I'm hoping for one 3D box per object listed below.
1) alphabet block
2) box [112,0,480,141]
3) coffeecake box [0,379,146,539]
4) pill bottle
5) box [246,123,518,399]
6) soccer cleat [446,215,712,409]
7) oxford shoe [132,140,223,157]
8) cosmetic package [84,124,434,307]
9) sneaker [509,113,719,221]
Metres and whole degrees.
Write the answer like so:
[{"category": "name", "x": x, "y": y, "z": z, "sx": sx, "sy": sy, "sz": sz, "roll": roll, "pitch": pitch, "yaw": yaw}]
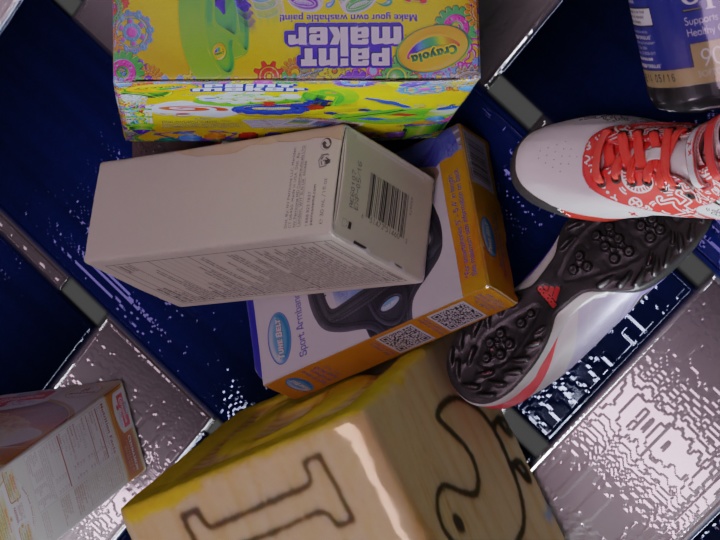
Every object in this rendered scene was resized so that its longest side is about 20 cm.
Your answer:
[{"category": "alphabet block", "x": -0.002, "y": 0.178, "z": 1.322, "sx": 0.195, "sy": 0.195, "sz": 0.201, "roll": -24, "pitch": 97, "yaw": 25}, {"category": "box", "x": -0.042, "y": -0.149, "z": 1.185, "sx": 0.198, "sy": 0.193, "sz": 0.123, "roll": -1, "pitch": 85, "yaw": -5}, {"category": "coffeecake box", "x": -0.265, "y": 0.149, "z": 1.418, "sx": 0.152, "sy": 0.200, "sz": 0.074, "roll": -9, "pitch": 103, "yaw": 24}, {"category": "pill bottle", "x": 0.198, "y": -0.200, "z": 1.165, "sx": 0.111, "sy": 0.112, "sz": 0.201, "roll": -9, "pitch": 102, "yaw": 25}, {"category": "box", "x": 0.000, "y": 0.000, "z": 1.317, "sx": 0.199, "sy": 0.041, "sz": 0.120, "roll": -24, "pitch": 58, "yaw": 25}, {"category": "soccer cleat", "x": 0.141, "y": 0.013, "z": 1.289, "sx": 0.200, "sy": 0.073, "sz": 0.068, "roll": -43, "pitch": 68, "yaw": 10}, {"category": "oxford shoe", "x": -0.124, "y": -0.132, "z": 1.343, "sx": 0.071, "sy": 0.073, "sz": 0.201, "roll": 18, "pitch": 112, "yaw": 16}, {"category": "cosmetic package", "x": -0.064, "y": -0.031, "z": 1.287, "sx": 0.199, "sy": 0.103, "sz": 0.074, "roll": -4, "pitch": 70, "yaw": 35}, {"category": "sneaker", "x": 0.186, "y": -0.068, "z": 1.197, "sx": 0.200, "sy": 0.108, "sz": 0.068, "roll": 10, "pitch": 75, "yaw": 9}]
